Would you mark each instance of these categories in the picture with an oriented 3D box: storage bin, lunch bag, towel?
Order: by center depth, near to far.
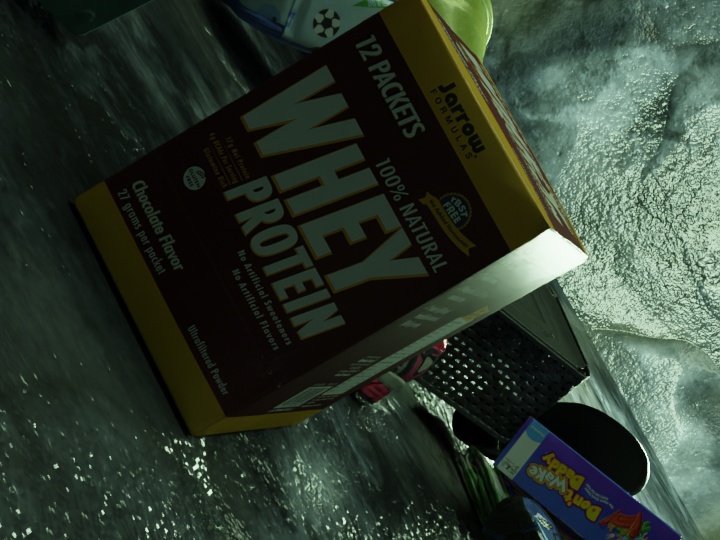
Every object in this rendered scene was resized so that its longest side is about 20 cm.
[{"bbox_3d":[0.080,0.029,1.382,0.200,0.094,0.136,38,22,-35],"label":"storage bin"},{"bbox_3d":[0.143,0.252,1.396,0.153,0.023,0.201,50,14,-51],"label":"towel"},{"bbox_3d":[-0.023,-0.224,1.490,0.199,0.076,0.160,19,11,-24],"label":"lunch bag"}]

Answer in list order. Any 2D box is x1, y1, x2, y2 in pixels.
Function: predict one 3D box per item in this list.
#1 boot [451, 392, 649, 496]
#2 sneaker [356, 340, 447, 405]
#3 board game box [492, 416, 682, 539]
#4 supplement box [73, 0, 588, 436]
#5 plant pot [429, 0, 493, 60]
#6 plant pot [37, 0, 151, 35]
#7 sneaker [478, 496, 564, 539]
[{"bbox_3d":[0.185,0.169,1.490,0.199,0.070,0.174,18,-15,36],"label":"boot"},{"bbox_3d":[0.000,0.000,1.240,0.081,0.074,0.201,44,19,-59],"label":"sneaker"},{"bbox_3d":[0.168,0.182,1.279,0.134,0.045,0.200,39,-6,14],"label":"board game box"},{"bbox_3d":[-0.005,-0.021,0.901,0.133,0.199,0.197,61,10,9],"label":"supplement box"},{"bbox_3d":[0.054,-0.195,1.812,0.200,0.199,0.185,49,26,-48],"label":"plant pot"},{"bbox_3d":[-0.158,-0.247,0.970,0.141,0.141,0.201,45,25,-56],"label":"plant pot"},{"bbox_3d":[0.141,0.231,1.237,0.201,0.075,0.079,63,38,-33],"label":"sneaker"}]
